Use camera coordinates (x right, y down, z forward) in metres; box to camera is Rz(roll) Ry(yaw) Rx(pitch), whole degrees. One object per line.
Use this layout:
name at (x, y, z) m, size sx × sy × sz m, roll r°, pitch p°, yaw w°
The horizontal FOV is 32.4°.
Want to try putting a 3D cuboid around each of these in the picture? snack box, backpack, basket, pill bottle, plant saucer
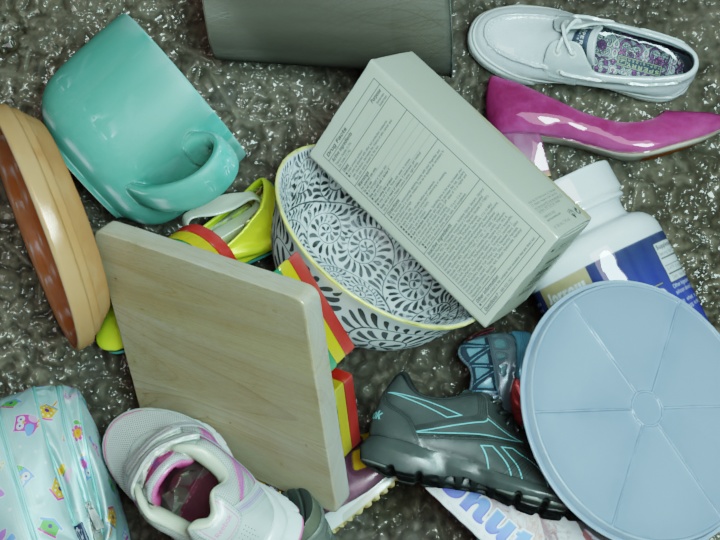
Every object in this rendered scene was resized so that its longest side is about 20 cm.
snack box at (0.125, 0.190, 0.955) m, size 0.200 × 0.024 × 0.072 m, roll 42°, pitch 83°, yaw 14°
backpack at (-0.249, 0.193, 0.971) m, size 0.126 × 0.167 × 0.201 m, roll -15°, pitch 80°, yaw -21°
basket at (-0.029, -0.240, 1.036) m, size 0.198 × 0.136 × 0.182 m, roll -6°, pitch 75°, yaw 1°
pill bottle at (0.206, 0.020, 1.013) m, size 0.119 × 0.120 × 0.201 m, roll -26°, pitch 84°, yaw -5°
plant saucer at (-0.242, -0.037, 0.971) m, size 0.037 × 0.200 × 0.201 m, roll -20°, pitch 83°, yaw -18°

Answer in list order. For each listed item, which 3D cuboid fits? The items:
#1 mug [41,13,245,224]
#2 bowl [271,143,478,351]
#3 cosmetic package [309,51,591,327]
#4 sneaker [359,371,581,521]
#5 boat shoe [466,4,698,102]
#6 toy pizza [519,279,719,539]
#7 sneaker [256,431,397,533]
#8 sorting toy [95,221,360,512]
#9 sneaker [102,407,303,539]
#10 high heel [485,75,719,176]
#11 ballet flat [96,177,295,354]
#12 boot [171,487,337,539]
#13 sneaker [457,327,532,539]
mug at (-0.180, -0.110, 0.986) m, size 0.114 × 0.185 × 0.152 m, roll -41°, pitch 102°, yaw -3°
bowl at (0.000, 0.000, 1.003) m, size 0.200 × 0.201 × 0.094 m, roll 37°, pitch 123°, yaw 3°
cosmetic package at (0.068, -0.065, 0.966) m, size 0.200 × 0.073 × 0.104 m, roll 46°, pitch 123°, yaw 13°
sneaker at (0.101, 0.132, 0.922) m, size 0.198 × 0.075 × 0.080 m, roll 15°, pitch 71°, yaw 6°
boat shoe at (0.192, -0.189, 1.065) m, size 0.199 × 0.069 × 0.073 m, roll 18°, pitch 82°, yaw 0°
toy pizza at (0.202, 0.104, 0.906) m, size 0.199 × 0.032 × 0.202 m, roll 8°, pitch 67°, yaw -19°
sneaker at (-0.039, 0.165, 1.009) m, size 0.200 × 0.075 × 0.090 m, roll -39°, pitch 91°, yaw -7°
sorting toy at (-0.089, 0.059, 0.948) m, size 0.199 × 0.200 × 0.070 m, roll 17°, pitch 41°, yaw 31°
sneaker at (-0.131, 0.147, 0.903) m, size 0.199 × 0.088 × 0.082 m, roll 23°, pitch 75°, yaw 42°
high heel at (0.208, -0.137, 1.063) m, size 0.198 × 0.067 × 0.097 m, roll -11°, pitch 88°, yaw 8°
ballet flat at (-0.144, -0.011, 1.029) m, size 0.199 × 0.067 × 0.067 m, roll -33°, pitch 40°, yaw -9°
boot at (-0.056, 0.275, 0.968) m, size 0.181 × 0.073 × 0.201 m, roll -23°, pitch 125°, yaw 14°
sneaker at (0.104, 0.148, 1.028) m, size 0.095 × 0.079 × 0.202 m, roll 6°, pitch 78°, yaw 16°
